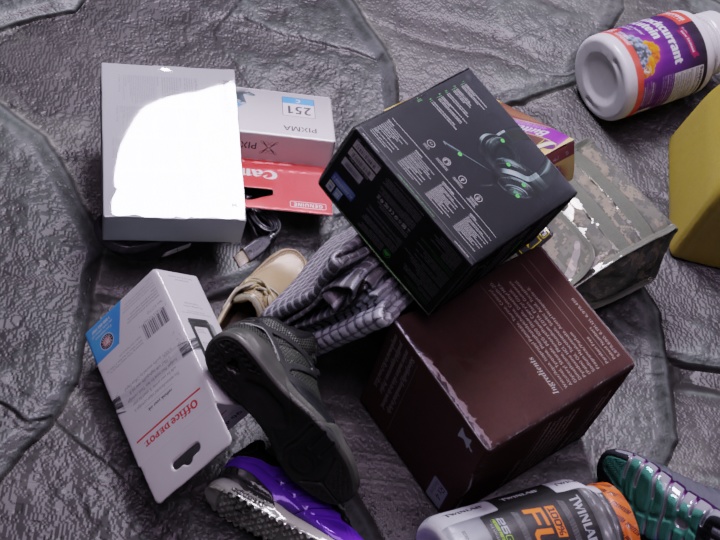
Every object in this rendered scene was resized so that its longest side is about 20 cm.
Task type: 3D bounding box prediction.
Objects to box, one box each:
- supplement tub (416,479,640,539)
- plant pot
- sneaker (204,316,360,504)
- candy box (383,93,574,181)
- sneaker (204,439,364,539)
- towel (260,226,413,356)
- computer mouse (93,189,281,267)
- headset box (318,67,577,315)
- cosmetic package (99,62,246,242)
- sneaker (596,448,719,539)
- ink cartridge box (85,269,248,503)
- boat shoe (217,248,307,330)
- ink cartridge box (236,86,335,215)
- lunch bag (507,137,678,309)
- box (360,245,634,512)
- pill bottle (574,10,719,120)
[{"bbox_3d":[0.163,0.275,1.263,0.198,0.123,0.123,-12,60,-20],"label":"supplement tub"},{"bbox_3d":[0.498,-0.128,1.570,0.192,0.201,0.197,13,55,-5],"label":"plant pot"},{"bbox_3d":[-0.056,0.125,1.260,0.200,0.076,0.114,50,30,0],"label":"sneaker"},{"bbox_3d":[0.130,-0.141,1.473,0.116,0.057,0.199,-27,41,-28],"label":"candy box"},{"bbox_3d":[-0.044,0.230,1.276,0.199,0.070,0.100,31,53,7],"label":"sneaker"},{"bbox_3d":[0.000,0.000,1.350,0.086,0.165,0.200,55,46,-8],"label":"towel"},{"bbox_3d":[-0.185,-0.035,1.436,0.140,0.046,0.199,41,47,23],"label":"computer mouse"},{"bbox_3d":[0.091,-0.085,1.288,0.174,0.093,0.199,49,49,9],"label":"headset box"},{"bbox_3d":[-0.205,-0.128,1.417,0.149,0.052,0.202,0,60,-12],"label":"cosmetic package"},{"bbox_3d":[0.336,0.243,1.345,0.087,0.075,0.199,-8,29,-40],"label":"sneaker"},{"bbox_3d":[-0.180,0.115,1.286,0.068,0.116,0.201,14,42,-54],"label":"ink cartridge box"},{"bbox_3d":[-0.110,0.044,1.388,0.072,0.065,0.201,30,55,8],"label":"boat shoe"},{"bbox_3d":[-0.128,-0.143,1.501,0.197,0.045,0.177,5,41,-10],"label":"ink cartridge box"},{"bbox_3d":[0.227,-0.038,1.494,0.199,0.118,0.164,-25,59,-24],"label":"lunch bag"},{"bbox_3d":[0.137,0.113,1.339,0.199,0.167,0.165,-25,66,-28],"label":"box"},{"bbox_3d":[0.386,-0.272,1.694,0.198,0.112,0.112,-20,63,-25],"label":"pill bottle"}]
